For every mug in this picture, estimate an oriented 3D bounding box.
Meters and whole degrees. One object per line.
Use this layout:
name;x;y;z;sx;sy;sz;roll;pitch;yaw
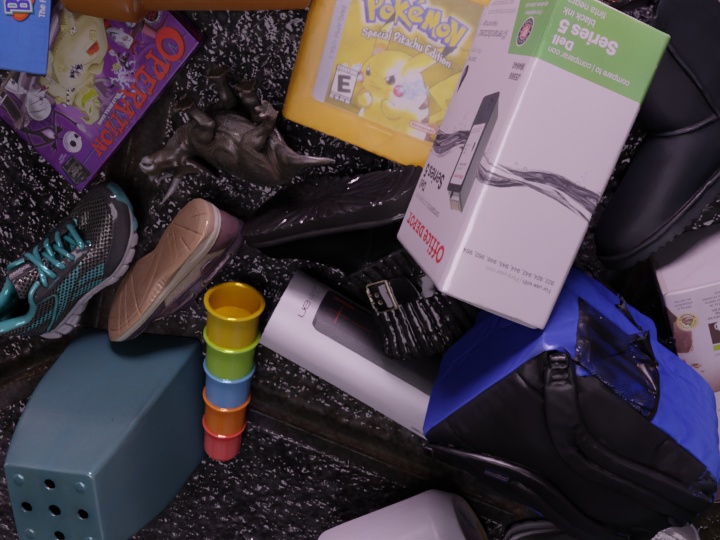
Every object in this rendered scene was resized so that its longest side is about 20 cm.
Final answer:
mug;0.061;0.307;0.886;0.152;0.186;0.151;-33;71;14

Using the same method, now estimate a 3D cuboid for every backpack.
backpack;0.178;0.100;0.651;0.199;0.169;0.162;37;136;-10

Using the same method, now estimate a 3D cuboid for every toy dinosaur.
toy dinosaur;-0.101;-0.113;0.743;0.196;0.078;0.103;9;142;18

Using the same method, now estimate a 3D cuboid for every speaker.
speaker;0.003;0.081;0.812;0.198;0.081;0.082;30;116;-2

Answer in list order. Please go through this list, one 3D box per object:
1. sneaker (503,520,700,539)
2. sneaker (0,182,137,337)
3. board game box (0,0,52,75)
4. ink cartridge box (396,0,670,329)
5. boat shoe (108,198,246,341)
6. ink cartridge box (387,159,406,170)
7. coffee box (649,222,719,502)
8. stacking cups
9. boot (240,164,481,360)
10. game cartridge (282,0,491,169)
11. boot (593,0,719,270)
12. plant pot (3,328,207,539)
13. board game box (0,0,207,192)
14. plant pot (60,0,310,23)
sneaker;0.242;0.295;0.851;0.196;0.082;0.076;-15;110;18
sneaker;-0.290;-0.001;0.815;0.078;0.091;0.201;46;114;15
board game box;-0.260;-0.259;0.658;0.044;0.201;0.155;3;117;-22
ink cartridge box;0.109;-0.082;0.591;0.083;0.146;0.203;19;102;-13
boat shoe;-0.181;0.010;0.827;0.064;0.073;0.200;19;129;-37
ink cartridge box;0.073;-0.129;0.732;0.093;0.037;0.204;7;116;10
coffee box;0.311;0.078;0.727;0.078;0.113;0.203;-15;109;17
stacking cups;-0.137;0.111;0.854;0.059;0.061;0.203;16;122;5
boot;-0.001;0.002;0.755;0.208;0.080;0.160;-3;125;38
game cartridge;0.040;-0.189;0.678;0.173;0.033;0.203;21;118;6
boot;0.225;-0.122;0.676;0.168;0.077;0.200;43;108;-12
plant pot;-0.252;0.171;0.838;0.138;0.201;0.144;4;114;10
board game box;-0.245;-0.183;0.780;0.120;0.032;0.200;41;115;-12
plant pot;-0.116;-0.278;0.631;0.179;0.201;0.204;9;116;-9
